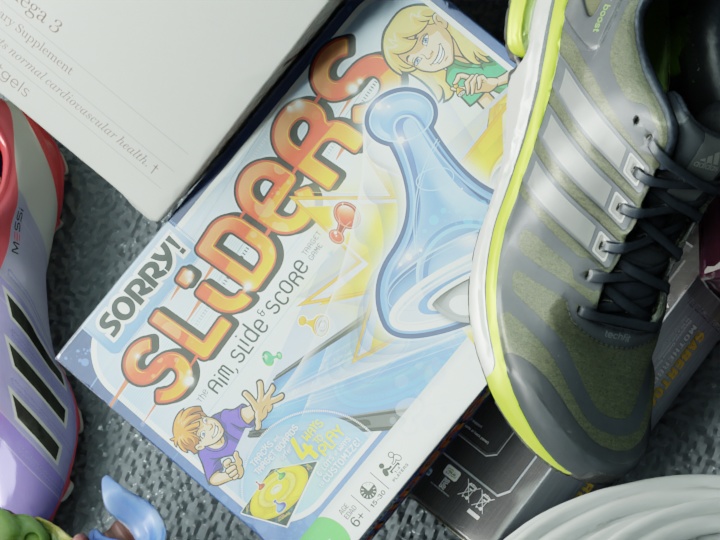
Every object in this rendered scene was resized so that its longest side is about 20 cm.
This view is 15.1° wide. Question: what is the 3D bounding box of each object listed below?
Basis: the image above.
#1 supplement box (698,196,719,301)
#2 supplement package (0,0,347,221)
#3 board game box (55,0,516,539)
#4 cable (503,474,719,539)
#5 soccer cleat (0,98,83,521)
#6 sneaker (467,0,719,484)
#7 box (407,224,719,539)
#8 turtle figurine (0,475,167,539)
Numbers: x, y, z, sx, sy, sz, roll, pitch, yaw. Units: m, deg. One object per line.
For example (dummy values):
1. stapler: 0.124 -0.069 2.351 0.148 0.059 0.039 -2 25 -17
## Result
1. supplement box: 0.228 -0.054 0.971 0.199 0.103 0.131 -10 68 25
2. supplement package: -0.050 -0.139 1.031 0.117 0.117 0.200 39 111 -1
3. board game box: 0.000 0.000 1.024 0.135 0.034 0.200 39 91 10
4. cable: 0.123 0.155 0.905 0.199 0.069 0.200 16 46 8
5. soccer cleat: -0.161 0.019 1.164 0.067 0.076 0.201 -11 65 24
6. sneaker: 0.090 -0.026 0.941 0.081 0.074 0.201 -1 85 51
7. box: 0.037 0.003 1.081 0.200 0.048 0.159 36 89 33
8. turtle figurine: -0.188 0.149 1.060 0.194 0.144 0.200 -8 43 48
